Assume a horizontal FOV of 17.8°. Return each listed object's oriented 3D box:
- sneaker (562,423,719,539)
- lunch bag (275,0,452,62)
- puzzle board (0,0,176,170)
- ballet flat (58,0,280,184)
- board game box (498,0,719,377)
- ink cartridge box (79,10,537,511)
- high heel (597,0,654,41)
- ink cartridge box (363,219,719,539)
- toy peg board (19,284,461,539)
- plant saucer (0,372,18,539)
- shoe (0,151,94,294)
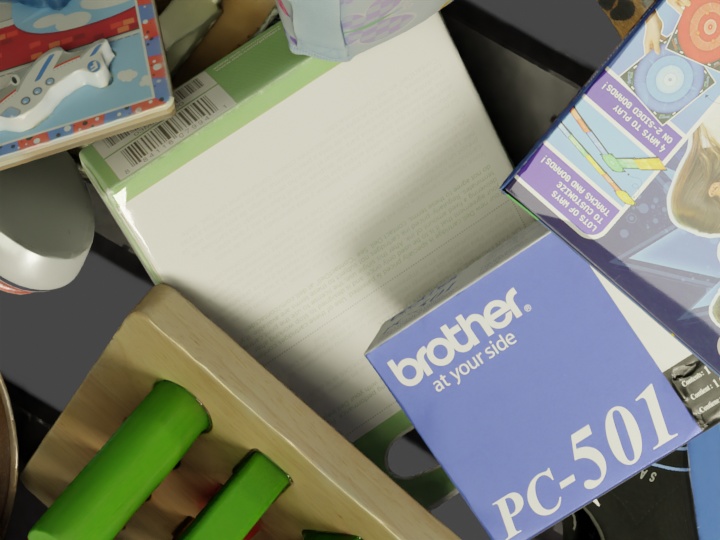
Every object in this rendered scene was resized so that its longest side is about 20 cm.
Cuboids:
[{"bbox_3d":[0.094,0.041,0.895,0.077,0.070,0.202,-17,109,-12],"label":"sneaker"},{"bbox_3d":[0.013,-0.183,0.776,0.126,0.170,0.201,20,82,5],"label":"lunch bag"},{"bbox_3d":[-0.177,-0.090,0.879,0.198,0.152,0.017,-17,144,2],"label":"puzzle board"},{"bbox_3d":[-0.059,-0.109,0.904,0.072,0.072,0.201,40,110,-1],"label":"ballet flat"},{"bbox_3d":[0.165,-0.015,0.771,0.200,0.034,0.136,41,108,1],"label":"board game box"},{"bbox_3d":[0.000,0.000,0.905,0.145,0.048,0.201,-33,121,-8],"label":"ink cartridge box"},{"bbox_3d":[0.112,-0.080,0.889,0.142,0.071,0.202,22,123,28],"label":"high heel"},{"bbox_3d":[0.109,0.010,0.832,0.199,0.044,0.094,-33,96,17],"label":"ink cartridge box"},{"bbox_3d":[-0.059,0.138,0.907,0.200,0.098,0.199,41,148,-1],"label":"toy peg board"},{"bbox_3d":[-0.239,0.067,1.014,0.199,0.037,0.202,3,106,12],"label":"plant saucer"},{"bbox_3d":[-0.182,-0.038,0.921,0.200,0.071,0.091,49,120,32],"label":"shoe"}]
